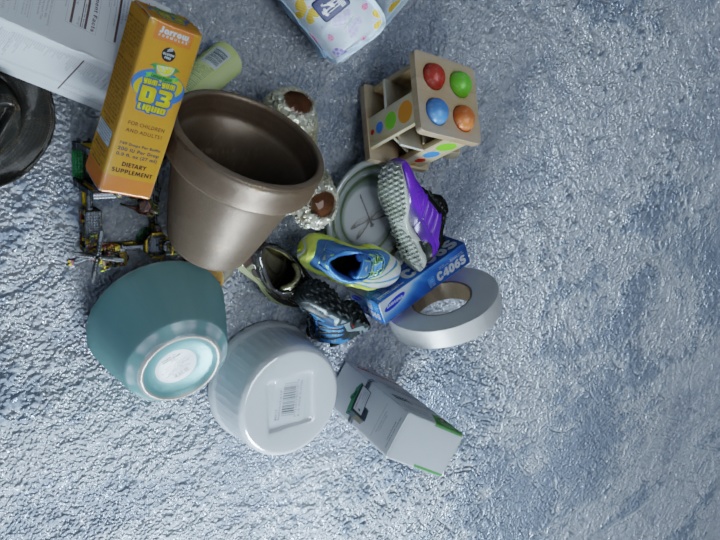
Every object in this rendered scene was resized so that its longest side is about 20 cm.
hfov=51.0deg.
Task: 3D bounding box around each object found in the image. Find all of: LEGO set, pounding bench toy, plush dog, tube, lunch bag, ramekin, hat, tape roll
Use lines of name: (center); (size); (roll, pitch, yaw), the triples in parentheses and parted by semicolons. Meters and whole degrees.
LEGO set: (-0.296, -0.088, 0.973); (0.152, 0.115, 0.204); (3, 103, -36)
pounding bench toy: (0.125, -0.241, 1.184); (0.197, 0.155, 0.127); (5, 75, -37)
plush dog: (-0.138, -0.144, 1.080); (0.169, 0.160, 0.204); (-16, 96, -12)
tube: (-0.234, -0.227, 0.984); (0.052, 0.058, 0.201); (47, 55, -13)
lunch bag: (-0.021, -0.419, 1.068); (0.200, 0.127, 0.170); (-48, 124, -6)
ramekin: (-0.132, 0.190, 1.194); (0.198, 0.097, 0.204); (-12, 112, -33)
hat: (-0.444, -0.174, 0.861); (0.198, 0.080, 0.204); (-11, 110, -33)
tape roll: (0.142, 0.060, 1.288); (0.201, 0.202, 0.038); (-30, 119, -25)

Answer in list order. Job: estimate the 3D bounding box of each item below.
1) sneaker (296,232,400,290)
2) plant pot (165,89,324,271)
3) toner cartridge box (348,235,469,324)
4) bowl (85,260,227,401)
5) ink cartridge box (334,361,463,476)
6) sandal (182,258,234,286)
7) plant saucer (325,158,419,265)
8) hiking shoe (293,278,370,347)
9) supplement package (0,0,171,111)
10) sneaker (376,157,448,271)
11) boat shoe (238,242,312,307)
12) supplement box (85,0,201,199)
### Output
sneaker: (0.000, 0.000, 1.161); (0.197, 0.105, 0.077); (11, 102, -35)
plant pot: (-0.168, -0.098, 0.950); (0.198, 0.202, 0.176); (4, 132, -36)
toner cartridge box: (0.084, 0.008, 1.296); (0.199, 0.094, 0.044); (-35, 121, -23)
bowl: (-0.259, 0.099, 1.026); (0.198, 0.105, 0.203); (-22, 137, -22)
ink cartridge box: (0.054, 0.249, 1.285); (0.145, 0.199, 0.085); (29, 91, -37)
sandal: (-0.237, 0.020, 1.090); (0.200, 0.054, 0.081); (-49, 126, -14)
plant saucer: (0.016, -0.089, 1.244); (0.198, 0.050, 0.204); (-12, 112, -33)
hiking shoe: (-0.056, 0.079, 1.193); (0.086, 0.075, 0.200); (-38, 148, 10)
supplement package: (-0.336, -0.276, 0.869); (0.198, 0.113, 0.112); (18, 68, -39)
sneaker: (0.093, -0.106, 1.224); (0.099, 0.069, 0.202); (-36, 130, -24)
boat shoe: (-0.119, 0.011, 1.150); (0.199, 0.064, 0.074); (36, 76, -51)
supplement box: (-0.244, -0.186, 0.840); (0.066, 0.069, 0.203); (8, 113, -37)
